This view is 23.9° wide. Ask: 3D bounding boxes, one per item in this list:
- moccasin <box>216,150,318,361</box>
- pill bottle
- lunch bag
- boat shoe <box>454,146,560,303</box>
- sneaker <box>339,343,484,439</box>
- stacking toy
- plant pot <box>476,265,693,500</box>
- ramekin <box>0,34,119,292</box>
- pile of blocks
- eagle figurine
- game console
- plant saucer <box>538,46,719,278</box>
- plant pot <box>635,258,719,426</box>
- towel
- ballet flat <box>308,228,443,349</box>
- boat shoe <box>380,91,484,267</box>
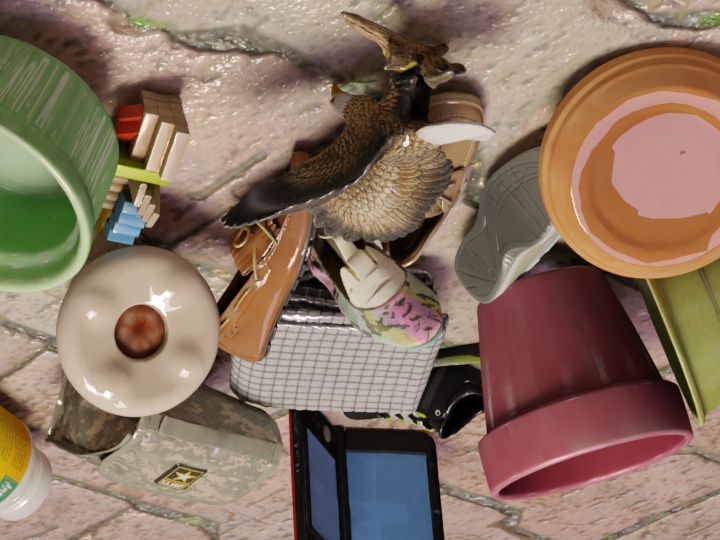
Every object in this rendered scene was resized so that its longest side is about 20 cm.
[{"bbox_3d":[-0.086,-0.016,1.478,0.077,0.074,0.202,19,124,-9],"label":"moccasin"},{"bbox_3d":[-0.406,0.184,1.756,0.112,0.114,0.200,-15,146,17],"label":"pill bottle"},{"bbox_3d":[-0.191,0.159,1.669,0.163,0.119,0.199,19,173,-33],"label":"lunch bag"},{"bbox_3d":[0.146,-0.046,1.504,0.065,0.075,0.202,-29,159,-33],"label":"boat shoe"},{"bbox_3d":[0.067,0.134,1.755,0.199,0.083,0.072,-16,146,18],"label":"sneaker"},{"bbox_3d":[-0.221,0.046,1.526,0.145,0.147,0.200,13,179,-24],"label":"stacking toy"},{"bbox_3d":[0.194,0.102,1.603,0.198,0.180,0.200,-14,162,-5],"label":"plant pot"},{"bbox_3d":[-0.283,-0.086,1.306,0.198,0.098,0.201,13,140,11],"label":"ramekin"},{"bbox_3d":[-0.203,-0.072,1.402,0.062,0.083,0.200,10,146,-22],"label":"pile of blocks"},{"bbox_3d":[0.002,-0.092,1.330,0.151,0.151,0.201,26,107,-10],"label":"eagle figurine"},{"bbox_3d":[0.008,0.238,1.804,0.118,0.201,0.173,-14,146,14],"label":"game console"},{"bbox_3d":[0.245,-0.081,1.386,0.198,0.038,0.202,-1,116,-2],"label":"plant saucer"},{"bbox_3d":[0.353,0.011,1.524,0.189,0.201,0.200,-22,146,5],"label":"plant pot"},{"bbox_3d":[-0.025,0.059,1.631,0.198,0.086,0.166,3,146,-7],"label":"towel"},{"bbox_3d":[0.000,0.000,1.456,0.069,0.200,0.071,-35,126,-8],"label":"ballet flat"},{"bbox_3d":[0.060,-0.075,1.442,0.071,0.065,0.200,4,147,-12],"label":"boat shoe"}]
